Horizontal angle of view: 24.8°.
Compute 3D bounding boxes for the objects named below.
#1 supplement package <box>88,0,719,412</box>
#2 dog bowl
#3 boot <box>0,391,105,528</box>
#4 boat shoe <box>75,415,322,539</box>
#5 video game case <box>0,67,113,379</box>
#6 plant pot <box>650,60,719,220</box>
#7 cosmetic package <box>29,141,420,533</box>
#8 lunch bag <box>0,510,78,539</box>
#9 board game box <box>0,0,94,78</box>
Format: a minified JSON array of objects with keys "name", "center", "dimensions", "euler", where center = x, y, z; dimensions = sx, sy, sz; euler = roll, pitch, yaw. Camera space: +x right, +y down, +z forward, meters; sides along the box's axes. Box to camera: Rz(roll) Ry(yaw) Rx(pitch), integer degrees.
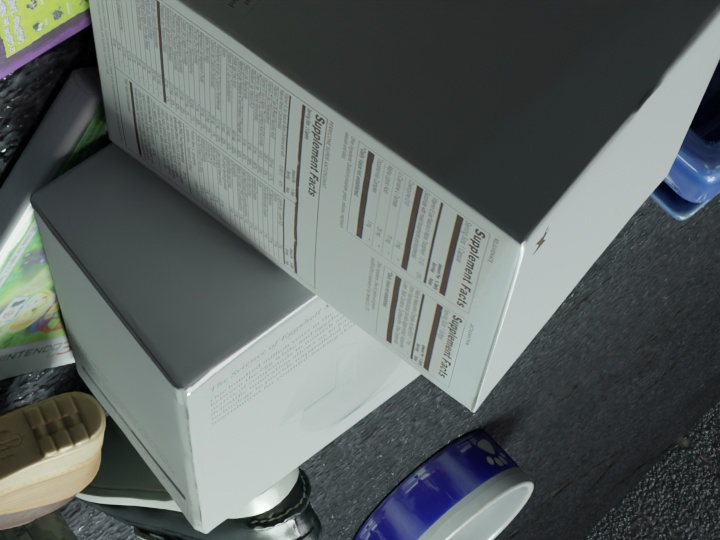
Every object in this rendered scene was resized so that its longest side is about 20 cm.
[{"name":"supplement package","center":[0.017,-0.082,0.647],"dimensions":[0.152,0.200,0.151],"euler":[-48,165,-23]},{"name":"dog bowl","center":[0.089,0.268,1.771],"dimensions":[0.200,0.079,0.200],"euler":[-36,160,-16]},{"name":"boot","center":[-0.233,0.121,0.836],"dimensions":[0.199,0.073,0.166],"euler":[-10,161,-30]},{"name":"boat shoe","center":[-0.105,0.129,0.938],"dimensions":[0.076,0.199,0.061],"euler":[-43,122,-31]},{"name":"video game case","center":[-0.121,-0.022,0.818],"dimensions":[0.182,0.022,0.200],"euler":[-13,145,-56]},{"name":"plant pot","center":[0.180,-0.154,0.872],"dimensions":[0.200,0.200,0.180],"euler":[-41,167,-5]},{"name":"cosmetic package","center":[-0.037,-0.003,0.801],"dimensions":[0.199,0.123,0.200],"euler":[-35,162,-18]},{"name":"lunch bag","center":[-0.225,0.264,1.004],"dimensions":[0.200,0.168,0.140],"euler":[-35,160,-18]},{"name":"board game box","center":[-0.142,-0.127,0.542],"dimensions":[0.120,0.032,0.200],"euler":[-39,161,-21]}]
